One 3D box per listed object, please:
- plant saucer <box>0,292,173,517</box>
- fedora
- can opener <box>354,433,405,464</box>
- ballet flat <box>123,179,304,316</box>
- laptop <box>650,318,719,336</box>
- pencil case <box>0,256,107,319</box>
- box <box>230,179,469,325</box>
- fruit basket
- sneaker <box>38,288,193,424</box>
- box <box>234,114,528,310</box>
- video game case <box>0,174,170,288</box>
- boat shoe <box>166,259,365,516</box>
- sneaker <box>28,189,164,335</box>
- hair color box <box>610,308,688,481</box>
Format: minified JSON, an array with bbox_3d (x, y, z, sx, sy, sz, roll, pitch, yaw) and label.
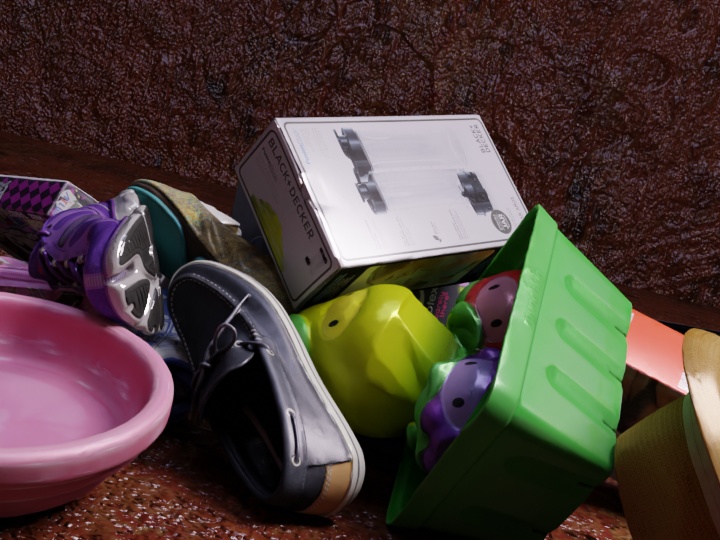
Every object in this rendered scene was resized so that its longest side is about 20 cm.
[{"bbox_3d":[-0.201,0.068,0.592,0.200,0.051,0.201,12,18,-4],"label":"plant saucer"},{"bbox_3d":[0.198,0.133,0.625,0.082,0.201,0.200,-24,-11,25],"label":"fedora"},{"bbox_3d":[-0.011,0.108,0.818,0.067,0.053,0.200,-31,34,-31],"label":"can opener"},{"bbox_3d":[-0.102,-0.009,0.813,0.071,0.071,0.200,7,23,-43],"label":"ballet flat"},{"bbox_3d":[0.241,0.083,1.150,0.187,0.116,0.200,11,8,-25],"label":"laptop"},{"bbox_3d":[-0.269,0.022,0.802,0.200,0.083,0.086,8,9,-43],"label":"pencil case"},{"bbox_3d":[0.000,0.000,0.904,0.200,0.123,0.106,9,7,-33],"label":"box"},{"bbox_3d":[0.051,0.054,0.707,0.215,0.156,0.216,18,41,-17],"label":"fruit basket"},{"bbox_3d":[-0.140,0.070,0.767,0.088,0.075,0.200,24,18,11],"label":"sneaker"},{"bbox_3d":[0.023,-0.047,0.800,0.200,0.117,0.060,-9,-23,-42],"label":"box"},{"bbox_3d":[-0.239,-0.017,0.948,0.200,0.036,0.181,9,-25,44],"label":"video game case"},{"bbox_3d":[-0.072,0.064,0.682,0.062,0.075,0.200,4,39,-45],"label":"boat shoe"},{"bbox_3d":[-0.175,-0.002,0.742,0.083,0.081,0.200,-10,12,-14],"label":"sneaker"},{"bbox_3d":[0.181,0.086,0.831,0.200,0.111,0.064,27,43,9],"label":"hair color box"}]
